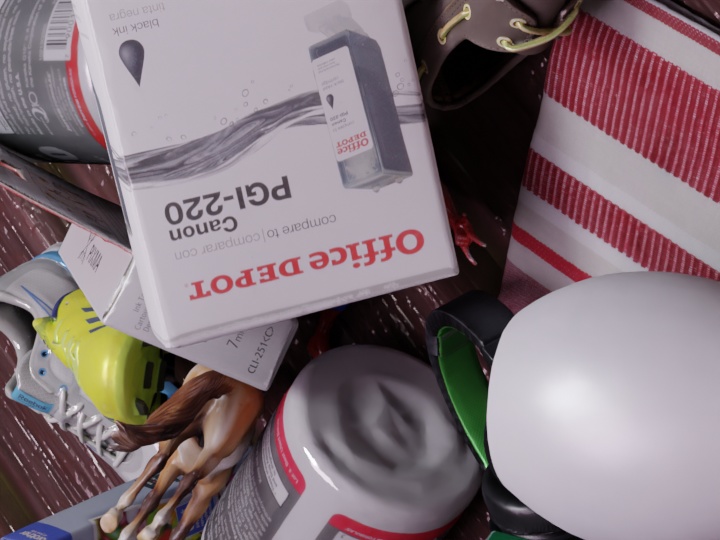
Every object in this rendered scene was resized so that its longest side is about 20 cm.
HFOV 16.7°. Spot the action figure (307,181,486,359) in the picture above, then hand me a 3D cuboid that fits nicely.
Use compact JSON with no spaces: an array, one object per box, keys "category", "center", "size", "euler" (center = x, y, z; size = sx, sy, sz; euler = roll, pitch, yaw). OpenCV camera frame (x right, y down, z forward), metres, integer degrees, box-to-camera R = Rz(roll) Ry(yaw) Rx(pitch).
[{"category":"action figure","center":[0.000,0.000,1.253],"size":[0.099,0.065,0.200],"euler":[-114,33,-42]}]

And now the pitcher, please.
[{"category":"pitcher","center":[0.165,0.084,1.058],"size":[0.200,0.121,0.172],"euler":[4,126,23]}]

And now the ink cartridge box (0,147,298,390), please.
[{"category":"ink cartridge box","center":[-0.135,-0.010,1.280],"size":[0.045,0.176,0.200],"euler":[-64,16,3]}]

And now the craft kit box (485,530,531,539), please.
[{"category":"craft kit box","center":[0.143,0.231,1.122],"size":[0.200,0.049,0.198],"euler":[13,120,21]}]

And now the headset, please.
[{"category":"headset","center":[0.105,0.090,1.175],"size":[0.200,0.094,0.124],"euler":[55,164,30]}]

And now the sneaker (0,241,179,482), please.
[{"category":"sneaker","center":[-0.165,0.079,1.471],"size":[0.200,0.087,0.075],"euler":[53,136,17]}]

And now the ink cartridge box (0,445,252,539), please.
[{"category":"ink cartridge box","center":[-0.131,0.184,1.385],"size":[0.042,0.200,0.119],"euler":[12,115,48]}]

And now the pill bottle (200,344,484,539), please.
[{"category":"pill bottle","center":[-0.021,0.139,1.310],"size":[0.111,0.111,0.200],"euler":[53,137,20]}]

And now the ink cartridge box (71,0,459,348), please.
[{"category":"ink cartridge box","center":[-0.048,-0.080,1.132],"size":[0.085,0.146,0.200],"euler":[-127,23,-73]}]

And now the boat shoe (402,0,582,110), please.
[{"category":"boat shoe","center":[0.070,-0.124,1.106],"size":[0.200,0.072,0.060],"euler":[-28,76,64]}]

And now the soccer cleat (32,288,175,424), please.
[{"category":"soccer cleat","center":[-0.144,0.045,1.361],"size":[0.200,0.084,0.065],"euler":[-101,21,-83]}]

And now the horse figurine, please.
[{"category":"horse figurine","center":[-0.090,0.095,1.292],"size":[0.050,0.133,0.200],"euler":[31,162,7]}]

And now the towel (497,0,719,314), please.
[{"category":"towel","center":[0.131,-0.029,1.135],"size":[0.144,0.023,0.200],"euler":[36,129,37]}]

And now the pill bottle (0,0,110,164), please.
[{"category":"pill bottle","center":[-0.162,-0.116,1.362],"size":[0.200,0.114,0.114],"euler":[4,109,49]}]
